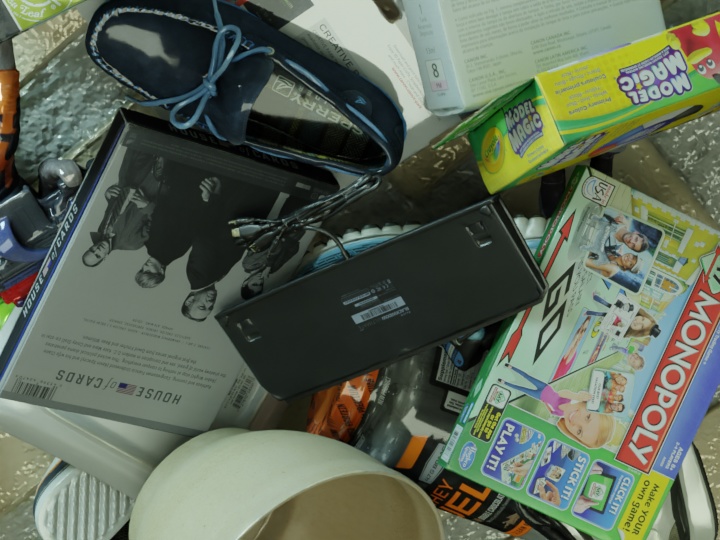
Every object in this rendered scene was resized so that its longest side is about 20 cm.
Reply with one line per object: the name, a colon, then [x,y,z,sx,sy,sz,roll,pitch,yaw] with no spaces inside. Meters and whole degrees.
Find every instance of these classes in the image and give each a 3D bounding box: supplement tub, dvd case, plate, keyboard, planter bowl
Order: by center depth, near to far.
keyboard: [0.000,0.000,1.176,0.200,0.021,0.127,-23,113,23]
dvd case: [-0.120,0.008,1.205,0.150,0.025,0.200,16,116,-31]
planter bowl: [-0.064,0.182,1.251,0.200,0.135,0.201,-20,127,-29]
plate: [-0.128,0.051,1.292,0.200,0.032,0.200,31,86,-19]
supplement tub: [0.073,0.102,1.317,0.200,0.123,0.123,21,113,-10]

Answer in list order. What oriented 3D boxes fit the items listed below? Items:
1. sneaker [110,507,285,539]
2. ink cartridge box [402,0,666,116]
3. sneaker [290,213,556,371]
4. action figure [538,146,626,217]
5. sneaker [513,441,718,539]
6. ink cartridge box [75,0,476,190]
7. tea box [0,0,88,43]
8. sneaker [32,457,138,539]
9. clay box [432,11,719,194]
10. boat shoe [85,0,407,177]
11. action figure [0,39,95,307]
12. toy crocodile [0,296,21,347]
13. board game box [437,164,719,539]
sneaker: [-0.087,0.176,1.379,0.199,0.076,0.114,10,113,-9]
ink cartridge box: [0.095,-0.208,1.180,0.162,0.057,0.200,-18,97,-28]
sneaker: [0.047,0.018,1.230,0.200,0.078,0.090,-5,79,16]
action figure: [0.142,-0.032,1.289,0.130,0.069,0.200,-3,119,-7]
sneaker: [0.144,0.097,1.233,0.115,0.076,0.201,-17,90,-18]
ink cartridge box: [-0.046,-0.145,1.220,0.175,0.084,0.200,-31,112,12]
tea box: [-0.182,-0.231,1.113,0.196,0.200,0.134,-25,112,11]
sneaker: [-0.143,0.112,1.351,0.200,0.079,0.079,-36,105,-9]
clay box: [0.150,-0.099,1.157,0.200,0.115,0.048,-22,85,-20]
boat shoe: [-0.063,-0.112,1.150,0.200,0.069,0.084,15,114,-9]
action figure: [-0.204,-0.064,1.210,0.200,0.105,0.194,-23,108,-5]
toy crocodile: [-0.245,-0.005,1.300,0.067,0.062,0.200,12,124,40]
board game box: [0.149,0.055,1.190,0.134,0.029,0.200,25,89,-9]
